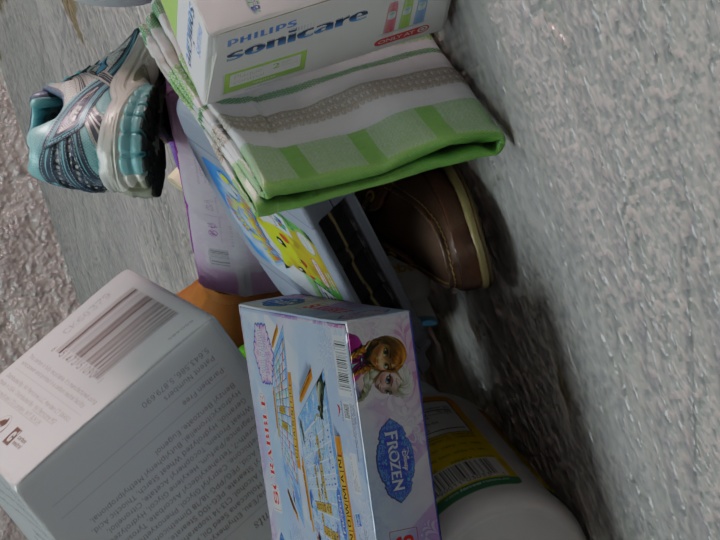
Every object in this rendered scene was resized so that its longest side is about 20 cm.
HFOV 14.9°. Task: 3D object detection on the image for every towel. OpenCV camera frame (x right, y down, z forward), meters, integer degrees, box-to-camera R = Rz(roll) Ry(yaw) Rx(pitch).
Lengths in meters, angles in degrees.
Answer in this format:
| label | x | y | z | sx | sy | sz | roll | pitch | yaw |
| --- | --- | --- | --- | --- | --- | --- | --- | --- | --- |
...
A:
| label | x | y | z | sx | sy | sz | roll | pitch | yaw |
| --- | --- | --- | --- | --- | --- | --- | --- | --- | --- |
| towel | -0.024 | -0.108 | 1.513 | 0.200 | 0.148 | 0.031 | -125 | 23 | -49 |

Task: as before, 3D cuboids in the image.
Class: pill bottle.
| label | x | y | z | sx | sy | sz | roll | pitch | yaw |
| --- | --- | --- | --- | --- | --- | --- | --- | --- | --- |
| pill bottle | 0.050 | 0.141 | 1.641 | 0.200 | 0.112 | 0.113 | -131 | 25 | -60 |

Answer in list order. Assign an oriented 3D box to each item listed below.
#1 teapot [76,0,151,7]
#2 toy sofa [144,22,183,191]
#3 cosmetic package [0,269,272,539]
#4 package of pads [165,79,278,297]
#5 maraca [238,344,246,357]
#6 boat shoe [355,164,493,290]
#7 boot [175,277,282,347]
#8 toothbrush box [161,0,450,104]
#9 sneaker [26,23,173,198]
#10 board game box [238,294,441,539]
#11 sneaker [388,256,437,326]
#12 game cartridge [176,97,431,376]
| label | x | y | z | sx | sy | sz | roll | pitch | yaw |
| --- | --- | --- | --- | --- | --- | --- | --- | --- | --- |
| teapot | -0.186 | -0.257 | 1.704 | 0.201 | 0.145 | 0.198 | 107 | 159 | -45 |
| toy sofa | -0.112 | -0.122 | 1.897 | 0.097 | 0.083 | 0.200 | 36 | 165 | 20 |
| cosmetic package | -0.129 | 0.137 | 1.761 | 0.200 | 0.165 | 0.165 | 55 | 167 | -22 |
| package of pads | -0.075 | -0.090 | 1.732 | 0.201 | 0.075 | 0.121 | 84 | -171 | -51 |
| maraca | -0.017 | 0.086 | 1.868 | 0.137 | 0.107 | 0.200 | 30 | 164 | -17 |
| boat shoe | 0.022 | -0.034 | 1.611 | 0.200 | 0.067 | 0.072 | -131 | 25 | -60 |
| boot | -0.091 | 0.019 | 1.893 | 0.077 | 0.199 | 0.155 | 57 | 173 | 12 |
| toothbrush box | -0.051 | -0.212 | 1.487 | 0.086 | 0.145 | 0.201 | 102 | 147 | -66 |
| sneaker | -0.159 | -0.103 | 1.677 | 0.200 | 0.086 | 0.078 | -85 | -7 | -71 |
| board game box | -0.009 | 0.118 | 1.558 | 0.199 | 0.041 | 0.201 | -171 | 73 | -70 |
| sneaker | 0.000 | 0.000 | 1.775 | 0.200 | 0.076 | 0.081 | 173 | 88 | -72 |
| game cartridge | -0.035 | -0.027 | 1.599 | 0.133 | 0.040 | 0.200 | 41 | 166 | 41 |
